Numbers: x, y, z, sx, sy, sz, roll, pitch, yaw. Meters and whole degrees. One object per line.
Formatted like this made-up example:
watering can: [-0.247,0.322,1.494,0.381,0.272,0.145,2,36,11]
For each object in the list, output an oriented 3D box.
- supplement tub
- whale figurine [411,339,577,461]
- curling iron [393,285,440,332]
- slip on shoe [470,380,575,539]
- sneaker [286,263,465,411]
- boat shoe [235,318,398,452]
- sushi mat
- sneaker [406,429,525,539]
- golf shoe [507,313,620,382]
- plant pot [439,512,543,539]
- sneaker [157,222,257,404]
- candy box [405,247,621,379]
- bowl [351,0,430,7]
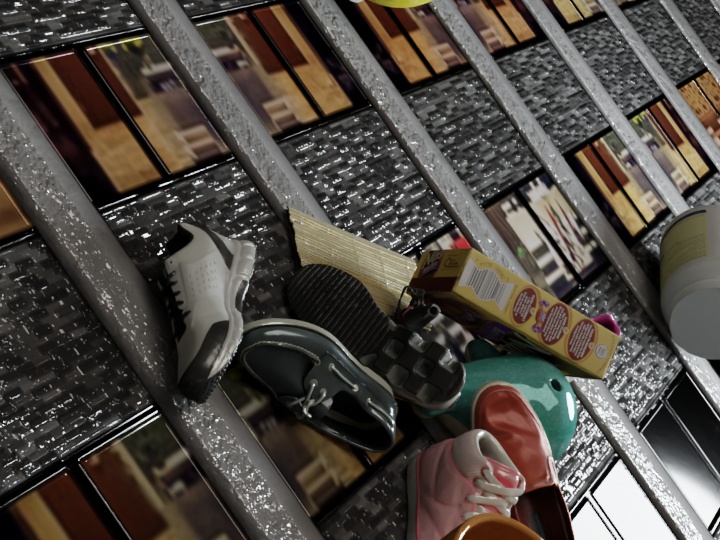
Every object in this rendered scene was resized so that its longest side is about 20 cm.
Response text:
supplement tub: [0.492,0.016,2.177,0.145,0.145,0.200,43,31,-19]
whale figurine: [0.139,0.130,1.588,0.200,0.104,0.159,24,45,-33]
curling iron: [0.054,0.039,1.525,0.025,0.050,0.200,15,-2,-3]
slip on shoe: [0.163,0.201,1.512,0.074,0.061,0.200,-15,81,-14]
sneaker: [0.009,0.074,1.508,0.200,0.074,0.089,39,-17,12]
boat shoe: [-0.036,0.106,1.399,0.200,0.073,0.062,34,30,-39]
sushi mat: [0.000,0.000,1.621,0.200,0.012,0.096,22,41,-43]
sneaker: [0.101,0.233,1.429,0.075,0.105,0.201,34,36,-34]
golf shoe: [0.232,0.092,1.779,0.075,0.091,0.200,57,31,5]
plant pot: [0.093,0.321,1.285,0.200,0.140,0.200,36,33,-29]
sneaker: [-0.143,0.035,1.337,0.080,0.074,0.200,26,33,-17]
candy box: [0.160,0.047,1.634,0.200,0.117,0.057,28,79,-19]
bowl: [0.013,-0.402,1.968,0.200,0.108,0.200,36,33,-28]
